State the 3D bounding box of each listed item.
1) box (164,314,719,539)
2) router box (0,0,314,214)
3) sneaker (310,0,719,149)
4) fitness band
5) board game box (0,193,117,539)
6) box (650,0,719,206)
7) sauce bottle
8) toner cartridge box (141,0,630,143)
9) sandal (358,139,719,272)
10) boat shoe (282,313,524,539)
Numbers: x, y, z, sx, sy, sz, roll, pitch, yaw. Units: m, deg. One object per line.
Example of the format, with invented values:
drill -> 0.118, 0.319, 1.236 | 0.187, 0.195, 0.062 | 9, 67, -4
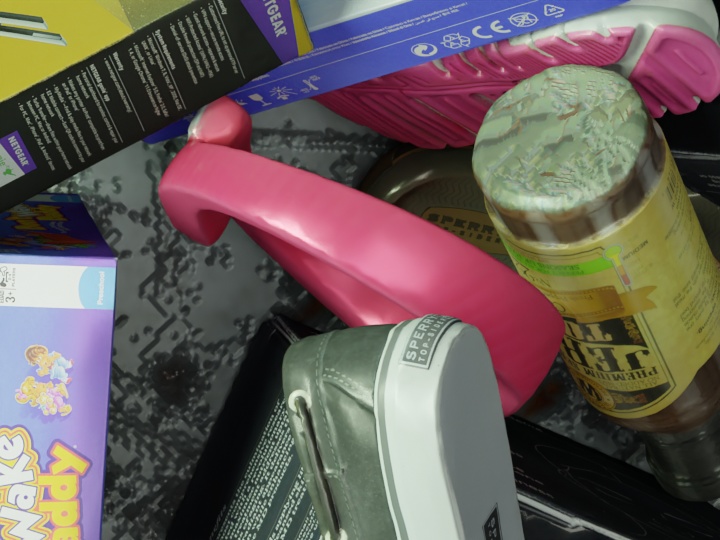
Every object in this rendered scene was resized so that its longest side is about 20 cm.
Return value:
box -> 0.047, 0.122, 0.923 | 0.199, 0.197, 0.124 | 24, 96, -14
router box -> -0.129, -0.116, 0.853 | 0.157, 0.200, 0.052 | -29, 146, -5
sneaker -> 0.043, -0.100, 0.909 | 0.081, 0.199, 0.089 | 33, 62, -49
fitness band -> 0.000, 0.000, 0.875 | 0.143, 0.200, 0.037 | 33, 84, 3
board game box -> -0.120, 0.081, 0.915 | 0.045, 0.134, 0.201 | 2, 99, -12
box -> 0.215, -0.068, 0.920 | 0.200, 0.104, 0.148 | 25, 79, -38
sauce bottle -> 0.097, 0.014, 0.900 | 0.065, 0.065, 0.200 | -35, 136, -3
toner cartridge box -> -0.005, -0.114, 0.869 | 0.043, 0.199, 0.095 | 29, 54, -50
sandal -> 0.096, -0.003, 0.971 | 0.199, 0.055, 0.082 | 12, 122, -12
boat shoe -> 0.019, 0.107, 0.785 | 0.056, 0.069, 0.201 | 0, 110, 23
